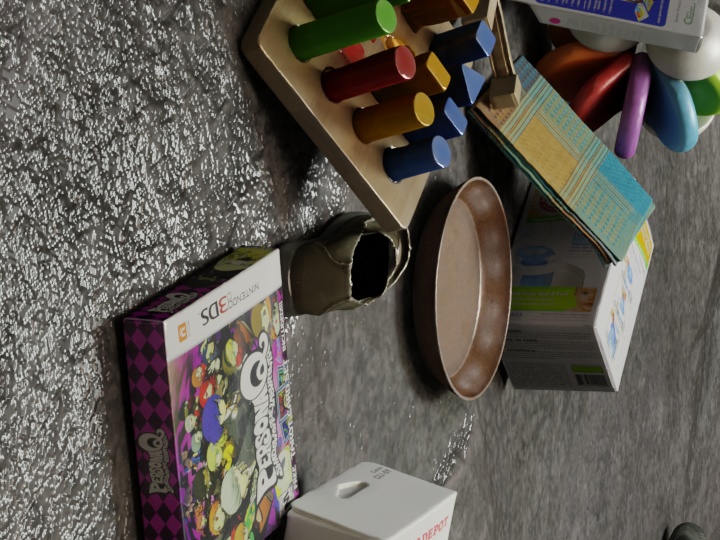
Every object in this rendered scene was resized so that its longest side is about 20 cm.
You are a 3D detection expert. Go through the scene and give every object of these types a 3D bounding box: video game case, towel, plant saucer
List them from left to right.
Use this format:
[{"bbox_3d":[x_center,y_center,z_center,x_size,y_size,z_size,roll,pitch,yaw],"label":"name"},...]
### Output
[{"bbox_3d":[-0.098,0.101,1.397,0.181,0.036,0.200,-34,124,-63],"label":"video game case"},{"bbox_3d":[0.089,0.015,1.834,0.200,0.034,0.200,4,90,-67],"label":"plant saucer"},{"bbox_3d":[0.193,-0.104,1.939,0.200,0.022,0.147,47,34,-3],"label":"towel"}]

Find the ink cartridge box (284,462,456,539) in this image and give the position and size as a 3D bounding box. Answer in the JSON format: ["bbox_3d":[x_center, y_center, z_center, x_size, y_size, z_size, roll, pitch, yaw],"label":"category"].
[{"bbox_3d":[-0.004,0.262,1.531,0.145,0.083,0.200,-23,124,-64],"label":"ink cartridge box"}]

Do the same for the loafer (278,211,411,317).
[{"bbox_3d":[0.000,0.000,1.574,0.200,0.070,0.075,-29,119,-64],"label":"loafer"}]

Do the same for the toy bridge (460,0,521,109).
[{"bbox_3d":[0.109,-0.238,1.848,0.067,0.027,0.200,-79,153,-48],"label":"toy bridge"}]

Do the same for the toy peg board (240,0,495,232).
[{"bbox_3d":[0.034,-0.172,1.527,0.199,0.098,0.200,51,44,-31],"label":"toy peg board"}]

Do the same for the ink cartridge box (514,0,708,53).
[{"bbox_3d":[0.234,-0.273,1.963,0.037,0.200,0.095,99,5,-65],"label":"ink cartridge box"}]

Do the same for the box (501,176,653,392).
[{"bbox_3d":[0.211,0.011,2.018,0.101,0.112,0.200,66,34,-43],"label":"box"}]

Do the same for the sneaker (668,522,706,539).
[{"bbox_3d":[0.394,0.395,2.552,0.091,0.066,0.200,65,37,-52],"label":"sneaker"}]

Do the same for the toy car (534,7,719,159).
[{"bbox_3d":[0.268,-0.184,2.038,0.175,0.200,0.150,91,23,-63],"label":"toy car"}]
